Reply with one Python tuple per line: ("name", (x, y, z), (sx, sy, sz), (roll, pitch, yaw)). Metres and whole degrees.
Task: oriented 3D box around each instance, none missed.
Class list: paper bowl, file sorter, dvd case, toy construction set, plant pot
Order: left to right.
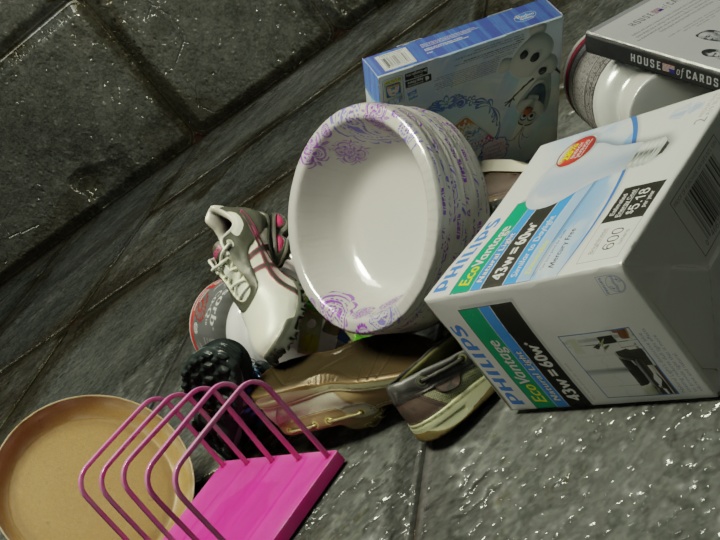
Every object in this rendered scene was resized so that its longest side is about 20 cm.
("plant pot", (-0.267, 0.218, 1.166), (0.200, 0.200, 0.028), (-54, -11, -38))
("file sorter", (-0.145, 0.185, 1.054), (0.200, 0.126, 0.139), (-17, 28, 51))
("toy construction set", (0.000, 0.000, 1.169), (0.092, 0.131, 0.200), (-84, 14, -81))
("paper bowl", (0.034, -0.044, 1.028), (0.104, 0.201, 0.200), (1, -14, -42))
("dvd case", (0.321, -0.202, 1.013), (0.150, 0.025, 0.200), (-31, 40, -30))

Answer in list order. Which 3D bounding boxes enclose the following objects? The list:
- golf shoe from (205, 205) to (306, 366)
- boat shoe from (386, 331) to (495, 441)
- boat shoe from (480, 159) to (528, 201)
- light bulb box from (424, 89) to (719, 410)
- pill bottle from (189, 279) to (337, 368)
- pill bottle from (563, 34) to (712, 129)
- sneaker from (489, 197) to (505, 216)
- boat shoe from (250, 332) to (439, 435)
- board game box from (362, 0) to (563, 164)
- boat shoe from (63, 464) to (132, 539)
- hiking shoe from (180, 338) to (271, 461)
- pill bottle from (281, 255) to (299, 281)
("golf shoe", (-0.109, 0.013, 1.139), (0.077, 0.088, 0.200), (-54, 32, 28))
("boat shoe", (0.104, 0.054, 0.967), (0.201, 0.066, 0.072), (-44, 15, -16))
("boat shoe", (0.188, -0.074, 1.124), (0.200, 0.072, 0.060), (9, 91, 53))
("light bulb box", (0.190, -0.010, 0.857), (0.200, 0.125, 0.198), (-14, 31, 53))
("pill bottle", (-0.108, 0.063, 1.294), (0.116, 0.116, 0.200), (-46, 19, -20))
("pill bottle", (0.268, -0.170, 1.111), (0.111, 0.111, 0.200), (-36, 17, 9))
("sneaker", (0.122, -0.014, 1.070), (0.082, 0.074, 0.200), (-5, -17, -44))
("boat shoe", (-0.005, 0.108, 1.058), (0.200, 0.066, 0.074), (-12, 29, 34))
("board game box", (0.106, -0.155, 1.177), (0.200, 0.199, 0.043), (-20, 46, -13))
("boat shoe", (-0.283, 0.288, 1.195), (0.086, 0.075, 0.202), (-33, 23, 53))
("hiking shoe", (-0.126, 0.111, 1.157), (0.087, 0.074, 0.200), (-49, -14, -29))
("pill bottle", (-0.006, -0.046, 1.360), (0.200, 0.114, 0.114), (-46, 19, -21))
